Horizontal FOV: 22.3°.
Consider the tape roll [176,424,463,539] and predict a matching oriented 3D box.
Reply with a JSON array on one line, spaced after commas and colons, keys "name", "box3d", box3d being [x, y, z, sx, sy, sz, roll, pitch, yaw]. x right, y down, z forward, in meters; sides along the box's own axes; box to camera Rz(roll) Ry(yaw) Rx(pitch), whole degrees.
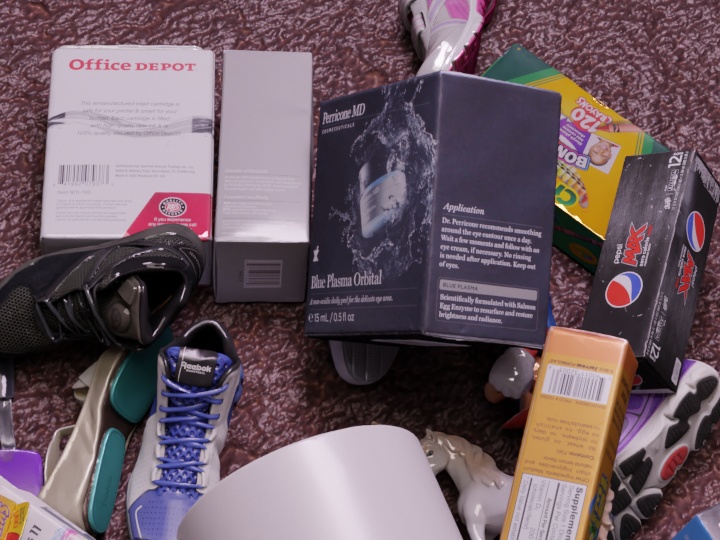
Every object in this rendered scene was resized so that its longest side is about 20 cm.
[{"name": "tape roll", "box3d": [-0.021, 0.225, 1.350, 0.202, 0.203, 0.140, -18, 62, -14]}]

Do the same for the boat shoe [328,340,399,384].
[{"name": "boat shoe", "box3d": [0.000, 0.000, 1.564, 0.073, 0.067, 0.201, 13, 77, -29]}]

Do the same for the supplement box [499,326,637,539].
[{"name": "supplement box", "box3d": [0.152, 0.148, 1.357, 0.068, 0.067, 0.201, 11, 74, 20]}]

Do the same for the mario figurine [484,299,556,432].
[{"name": "mario figurine", "box3d": [0.123, 0.054, 1.512, 0.123, 0.106, 0.201, -6, 80, -42]}]

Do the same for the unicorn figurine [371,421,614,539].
[{"name": "unicorn figurine", "box3d": [0.111, 0.190, 1.435, 0.199, 0.074, 0.138, -5, 69, 19]}]

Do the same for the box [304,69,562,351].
[{"name": "box", "box3d": [0.053, -0.041, 1.441, 0.117, 0.196, 0.201, 7, 84, -29]}]

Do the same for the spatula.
[{"name": "spatula", "box3d": [-0.292, 0.117, 1.496, 0.056, 0.021, 0.201, 1, 56, -18]}]

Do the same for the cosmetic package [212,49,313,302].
[{"name": "cosmetic package", "box3d": [-0.083, -0.083, 1.582, 0.090, 0.107, 0.201, -1, 58, -4]}]

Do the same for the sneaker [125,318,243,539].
[{"name": "sneaker", "box3d": [-0.141, 0.119, 1.453, 0.080, 0.115, 0.200, 9, 59, 2]}]

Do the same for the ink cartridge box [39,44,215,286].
[{"name": "ink cartridge box", "box3d": [-0.200, -0.092, 1.590, 0.144, 0.084, 0.201, 0, 59, -4]}]

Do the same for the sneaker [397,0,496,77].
[{"name": "sneaker", "box3d": [0.073, -0.232, 1.701, 0.088, 0.082, 0.201, 15, 51, 6]}]

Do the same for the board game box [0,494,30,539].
[{"name": "board game box", "box3d": [-0.325, 0.225, 1.355, 0.199, 0.030, 0.096, -16, 50, 36]}]

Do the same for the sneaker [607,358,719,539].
[{"name": "sneaker", "box3d": [0.214, 0.150, 1.499, 0.200, 0.081, 0.083, -44, 39, -18]}]

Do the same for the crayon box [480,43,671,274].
[{"name": "crayon box", "box3d": [0.177, -0.100, 1.637, 0.200, 0.058, 0.119, 37, 64, 16]}]

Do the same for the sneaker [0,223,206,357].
[{"name": "sneaker", "box3d": [-0.222, 0.028, 1.466, 0.198, 0.077, 0.114, -17, 18, 4]}]

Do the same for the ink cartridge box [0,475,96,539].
[{"name": "ink cartridge box", "box3d": [-0.249, 0.244, 1.380, 0.199, 0.067, 0.117, 32, 84, 14]}]

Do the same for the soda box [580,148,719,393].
[{"name": "soda box", "box3d": [0.239, 0.001, 1.507, 0.071, 0.063, 0.201, -4, 56, 38]}]

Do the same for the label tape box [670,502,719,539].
[{"name": "label tape box", "box3d": [0.324, 0.250, 1.440, 0.199, 0.063, 0.145, -23, 63, -17]}]

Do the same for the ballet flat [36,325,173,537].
[{"name": "ballet flat", "box3d": [-0.214, 0.121, 1.481, 0.069, 0.070, 0.201, 16, 61, 5]}]
